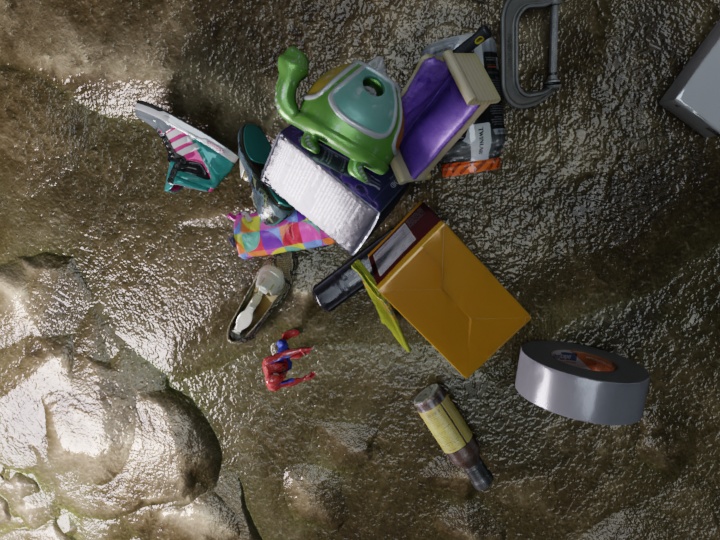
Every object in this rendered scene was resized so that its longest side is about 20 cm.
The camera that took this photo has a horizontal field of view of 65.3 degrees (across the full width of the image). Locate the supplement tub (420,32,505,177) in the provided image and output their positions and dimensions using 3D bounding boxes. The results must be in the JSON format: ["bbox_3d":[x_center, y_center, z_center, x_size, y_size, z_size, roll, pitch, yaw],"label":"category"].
[{"bbox_3d":[0.165,-0.257,0.894,0.120,0.123,0.205,-8,98,7],"label":"supplement tub"}]

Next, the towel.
[{"bbox_3d":[0.037,0.065,0.921,0.018,0.201,0.086,-33,54,-4],"label":"towel"}]

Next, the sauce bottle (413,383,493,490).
[{"bbox_3d":[0.171,0.303,1.014,0.064,0.065,0.202,-31,94,10],"label":"sauce bottle"}]

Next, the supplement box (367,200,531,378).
[{"bbox_3d":[0.129,0.020,0.885,0.133,0.200,0.197,-44,104,9],"label":"supplement box"}]

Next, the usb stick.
[{"bbox_3d":[0.000,0.000,1.001,0.199,0.033,0.056,-37,87,11],"label":"usb stick"}]

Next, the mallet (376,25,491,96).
[{"bbox_3d":[0.114,-0.282,0.825,0.198,0.042,0.066,-22,137,38],"label":"mallet"}]

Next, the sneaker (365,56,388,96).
[{"bbox_3d":[0.003,-0.261,0.890,0.100,0.200,0.077,51,143,-12],"label":"sneaker"}]

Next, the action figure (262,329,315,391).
[{"bbox_3d":[-0.107,0.149,0.951,0.097,0.200,0.067,-10,99,8],"label":"action figure"}]

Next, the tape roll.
[{"bbox_3d":[0.353,0.174,0.904,0.195,0.200,0.068,7,100,5],"label":"tape roll"}]

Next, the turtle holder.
[{"bbox_3d":[-0.024,-0.215,0.767,0.184,0.141,0.133,32,99,15],"label":"turtle holder"}]

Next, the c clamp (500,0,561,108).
[{"bbox_3d":[0.288,-0.361,0.884,0.168,0.027,0.205,-9,110,-26],"label":"c clamp"}]

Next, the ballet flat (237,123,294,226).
[{"bbox_3d":[-0.173,-0.159,0.949,0.073,0.074,0.203,-30,60,11],"label":"ballet flat"}]

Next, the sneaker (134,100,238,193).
[{"bbox_3d":[-0.324,-0.200,0.982,0.197,0.084,0.122,30,92,0],"label":"sneaker"}]

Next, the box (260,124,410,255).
[{"bbox_3d":[-0.034,-0.150,0.903,0.199,0.148,0.105,37,133,1],"label":"box"}]

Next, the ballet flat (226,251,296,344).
[{"bbox_3d":[-0.179,0.052,1.007,0.067,0.075,0.202,34,101,3],"label":"ballet flat"}]

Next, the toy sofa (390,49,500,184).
[{"bbox_3d":[0.098,-0.214,0.812,0.096,0.200,0.084,-13,71,-33],"label":"toy sofa"}]

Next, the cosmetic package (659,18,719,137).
[{"bbox_3d":[0.572,-0.319,0.865,0.101,0.074,0.202,35,103,0],"label":"cosmetic package"}]

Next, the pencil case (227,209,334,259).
[{"bbox_3d":[-0.128,-0.074,0.977,0.195,0.088,0.090,-9,98,5],"label":"pencil case"}]
